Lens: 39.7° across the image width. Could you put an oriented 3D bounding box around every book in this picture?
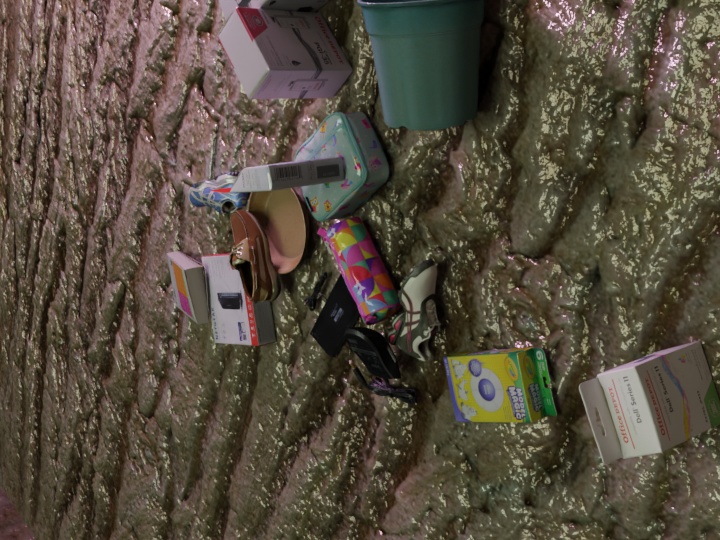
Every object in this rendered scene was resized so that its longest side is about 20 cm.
[{"bbox_3d":[-0.401,0.039,2.301,0.200,0.048,0.134,-155,57,-63],"label":"book"}]

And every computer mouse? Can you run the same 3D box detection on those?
[{"bbox_3d":[0.022,0.160,1.819,0.140,0.046,0.200,5,139,50],"label":"computer mouse"}]

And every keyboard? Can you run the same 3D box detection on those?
[{"bbox_3d":[-0.053,0.067,1.954,0.127,0.021,0.200,48,132,23],"label":"keyboard"}]

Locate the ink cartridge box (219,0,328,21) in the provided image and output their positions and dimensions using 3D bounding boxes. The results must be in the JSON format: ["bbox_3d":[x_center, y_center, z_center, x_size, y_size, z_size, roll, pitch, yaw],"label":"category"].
[{"bbox_3d":[-0.144,-0.508,1.812,0.200,0.146,0.083,-24,81,51],"label":"ink cartridge box"}]

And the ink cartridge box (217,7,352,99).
[{"bbox_3d":[-0.133,-0.389,1.789,0.083,0.200,0.147,-45,66,42],"label":"ink cartridge box"}]

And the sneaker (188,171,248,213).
[{"bbox_3d":[-0.310,-0.158,2.156,0.200,0.076,0.077,-13,85,52],"label":"sneaker"}]

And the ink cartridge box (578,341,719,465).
[{"bbox_3d":[0.386,0.174,1.313,0.067,0.200,0.117,-24,82,50],"label":"ink cartridge box"}]

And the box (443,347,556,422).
[{"bbox_3d":[0.228,0.189,1.629,0.200,0.048,0.118,-11,92,49],"label":"box"}]

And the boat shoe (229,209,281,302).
[{"bbox_3d":[-0.228,-0.028,2.038,0.076,0.074,0.201,-37,71,48],"label":"boat shoe"}]

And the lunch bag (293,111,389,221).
[{"bbox_3d":[-0.043,-0.191,1.828,0.200,0.077,0.161,-38,71,48],"label":"lunch bag"}]

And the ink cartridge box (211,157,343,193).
[{"bbox_3d":[-0.152,-0.171,1.777,0.200,0.160,0.047,6,105,50],"label":"ink cartridge box"}]

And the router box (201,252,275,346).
[{"bbox_3d":[-0.268,0.062,2.185,0.179,0.049,0.201,-3,97,50],"label":"router box"}]

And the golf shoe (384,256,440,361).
[{"bbox_3d":[0.109,0.066,1.726,0.088,0.077,0.200,39,136,28],"label":"golf shoe"}]

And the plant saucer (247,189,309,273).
[{"bbox_3d":[-0.159,-0.095,2.025,0.200,0.035,0.201,16,111,47],"label":"plant saucer"}]

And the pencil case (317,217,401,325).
[{"bbox_3d":[0.000,0.000,1.823,0.088,0.088,0.200,-47,65,45],"label":"pencil case"}]

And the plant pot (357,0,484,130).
[{"bbox_3d":[0.102,-0.328,1.543,0.200,0.200,0.197,19,121,46],"label":"plant pot"}]
